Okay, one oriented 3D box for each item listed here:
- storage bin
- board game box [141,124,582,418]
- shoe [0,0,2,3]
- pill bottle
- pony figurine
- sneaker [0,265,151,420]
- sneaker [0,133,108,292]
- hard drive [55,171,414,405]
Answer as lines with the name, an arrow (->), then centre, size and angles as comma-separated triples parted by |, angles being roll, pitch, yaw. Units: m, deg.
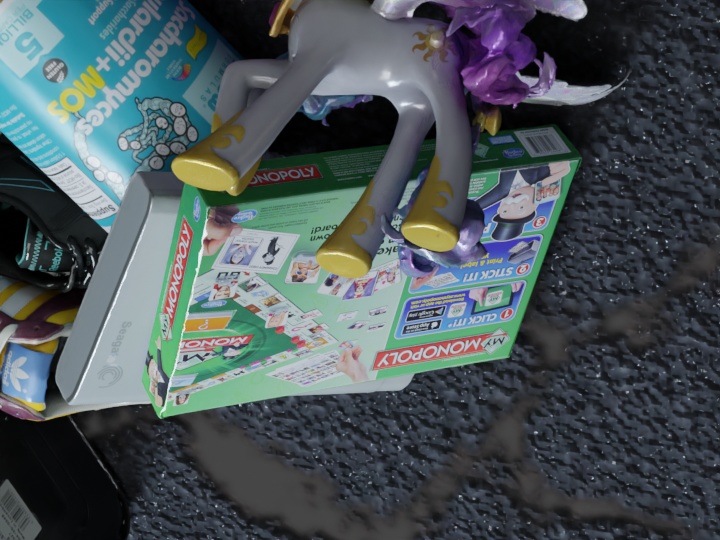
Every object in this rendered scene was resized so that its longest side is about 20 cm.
storage bin -> -0.227, 0.153, 1.174 | 0.093, 0.200, 0.136 | -23, 109, 30
board game box -> 0.000, 0.000, 1.025 | 0.029, 0.199, 0.135 | 58, 144, 38
shoe -> -0.202, -0.184, 0.983 | 0.070, 0.201, 0.053 | -36, 135, 16
pill bottle -> -0.118, -0.088, 1.047 | 0.111, 0.111, 0.200 | -34, 113, 31
pony figurine -> 0.026, -0.096, 0.940 | 0.191, 0.201, 0.167 | 15, 151, 3
sneaker -> -0.200, 0.036, 1.114 | 0.198, 0.090, 0.076 | 2, 109, -24
sneaker -> -0.135, -0.009, 1.125 | 0.199, 0.079, 0.076 | 19, 123, 7
hard drive -> -0.040, 0.010, 1.053 | 0.026, 0.199, 0.132 | 57, 134, 38
